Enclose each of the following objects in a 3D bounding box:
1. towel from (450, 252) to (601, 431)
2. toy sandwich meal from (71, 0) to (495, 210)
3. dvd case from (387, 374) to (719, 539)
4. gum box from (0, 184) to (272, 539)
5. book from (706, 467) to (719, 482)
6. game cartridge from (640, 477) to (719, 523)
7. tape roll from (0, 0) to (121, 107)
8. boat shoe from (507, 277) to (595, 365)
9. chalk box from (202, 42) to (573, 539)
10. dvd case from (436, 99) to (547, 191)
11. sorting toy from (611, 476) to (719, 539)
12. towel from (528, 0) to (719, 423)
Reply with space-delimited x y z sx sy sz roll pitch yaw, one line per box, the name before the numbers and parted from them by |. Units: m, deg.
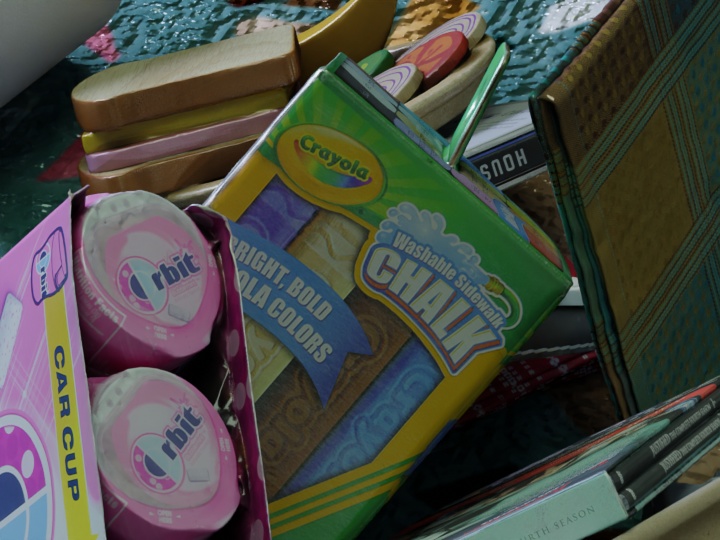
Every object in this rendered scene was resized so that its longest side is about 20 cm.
towel | 0.003 0.033 1.241 0.199 0.023 0.145 -24 44 -19
toy sandwich meal | -0.037 -0.085 1.296 0.204 0.071 0.205 -21 14 6
dvd case | 0.060 0.090 1.042 0.146 0.022 0.200 -27 -3 21
gum box | -0.086 0.081 0.928 0.066 0.113 0.201 7 62 -33
book | 0.246 0.075 1.145 0.133 0.048 0.200 28 51 27
game cartridge | 0.177 0.168 0.989 0.133 0.041 0.201 6 52 -20
tape roll | -0.229 -0.162 1.363 0.202 0.203 0.139 24 49 31
boat shoe | 0.007 0.037 1.173 0.199 0.060 0.072 -6 3 -3
chalk box | 0.000 0.000 1.072 0.200 0.124 0.124 -48 2 7
dvd case | 0.002 -0.033 1.251 0.199 0.025 0.150 -23 9 -22
sorting toy | 0.163 0.162 0.943 0.185 0.036 0.200 -24 73 -40
towel | 0.127 -0.028 1.161 0.022 0.201 0.147 7 41 34
